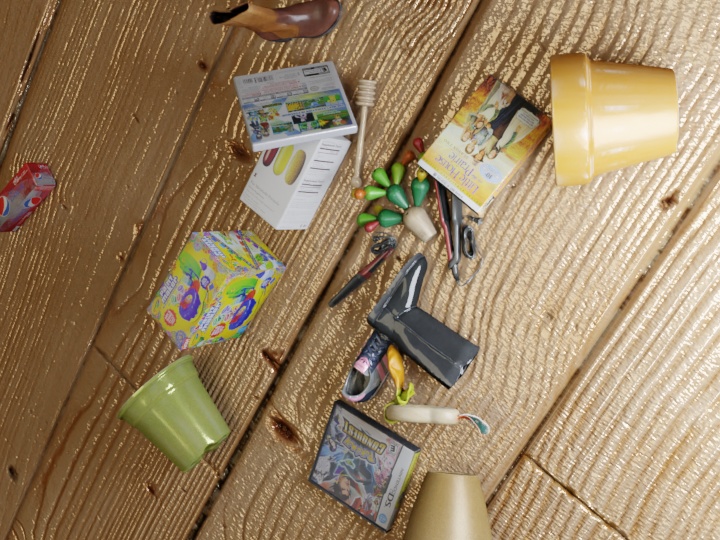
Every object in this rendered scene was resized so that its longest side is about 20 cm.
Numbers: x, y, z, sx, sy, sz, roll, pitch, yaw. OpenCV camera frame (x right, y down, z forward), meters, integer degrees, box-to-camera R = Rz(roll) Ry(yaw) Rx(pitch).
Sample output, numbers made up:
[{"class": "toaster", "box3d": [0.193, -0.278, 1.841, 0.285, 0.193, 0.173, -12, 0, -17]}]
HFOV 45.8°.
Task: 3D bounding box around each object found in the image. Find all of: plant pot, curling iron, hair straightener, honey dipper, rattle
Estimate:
[{"class": "plant pot", "box3d": [-0.380, 0.316, 1.803, 0.200, 0.200, 0.185, -44, 83, 25]}, {"class": "plant pot", "box3d": [0.154, 0.460, 1.499, 0.184, 0.186, 0.204, -1, 80, 30]}, {"class": "curling iron", "box3d": [0.000, 0.000, 1.633, 0.049, 0.026, 0.200, 33, 118, -14]}, {"class": "hair straightener", "box3d": [0.179, -0.074, 1.513, 0.076, 0.041, 0.204, -9, 83, 30]}, {"class": "plant pot", "box3d": [0.388, -0.237, 1.309, 0.180, 0.200, 0.204, -3, 92, 14]}, {"class": "honey dipper", "box3d": [0.003, -0.258, 1.616, 0.037, 0.038, 0.204, 11, 102, 29]}, {"class": "rattle", "box3d": [0.139, 0.216, 1.516, 0.198, 0.129, 0.145, -7, 62, 45]}]

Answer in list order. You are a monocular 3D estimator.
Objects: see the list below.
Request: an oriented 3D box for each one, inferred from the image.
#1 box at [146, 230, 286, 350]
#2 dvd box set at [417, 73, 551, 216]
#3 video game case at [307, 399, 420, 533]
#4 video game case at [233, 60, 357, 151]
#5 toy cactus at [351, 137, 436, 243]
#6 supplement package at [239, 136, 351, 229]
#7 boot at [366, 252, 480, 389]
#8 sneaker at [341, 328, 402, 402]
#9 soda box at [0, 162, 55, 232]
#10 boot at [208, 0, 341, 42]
[{"class": "box", "box3d": [-0.289, 0.035, 1.714, 0.122, 0.192, 0.201, 44, 114, 20]}, {"class": "dvd box set", "box3d": [0.212, -0.216, 1.458, 0.146, 0.029, 0.201, 42, 94, 21]}, {"class": "video game case", "box3d": [0.004, 0.380, 1.658, 0.198, 0.025, 0.183, 27, 106, 27]}, {"class": "video game case", "box3d": [-0.123, -0.309, 1.585, 0.022, 0.196, 0.184, 95, 160, -54]}, {"class": "toy cactus", "box3d": [0.077, -0.126, 1.552, 0.200, 0.102, 0.166, -42, 81, 17]}, {"class": "supplement package", "box3d": [-0.126, -0.194, 1.651, 0.113, 0.109, 0.202, 37, 110, 23]}, {"class": "boot", "box3d": [0.133, 0.091, 1.537, 0.199, 0.066, 0.166, 37, 94, 18]}, {"class": "sneaker", "box3d": [0.028, 0.162, 1.596, 0.070, 0.082, 0.203, 29, 103, 25]}, {"class": "soda box", "box3d": [-0.840, -0.180, 2.104, 0.199, 0.063, 0.071, -38, 75, 26]}, {"class": "boot", "box3d": [-0.155, -0.486, 1.597, 0.185, 0.199, 0.070, 1, 93, 30]}]
